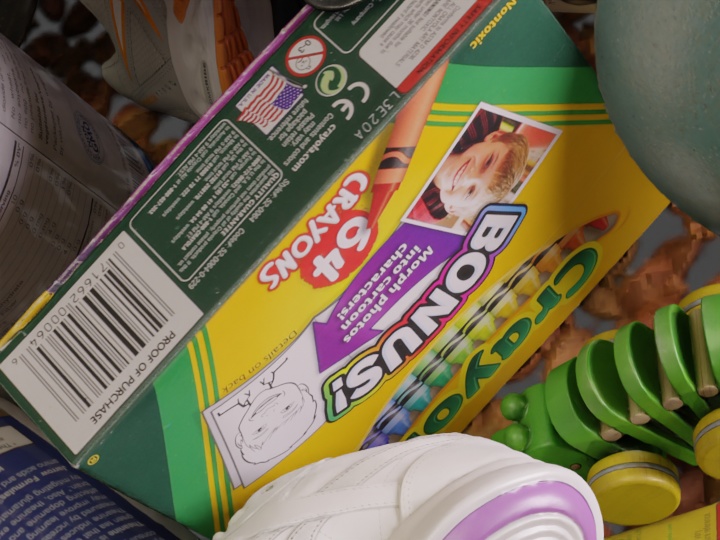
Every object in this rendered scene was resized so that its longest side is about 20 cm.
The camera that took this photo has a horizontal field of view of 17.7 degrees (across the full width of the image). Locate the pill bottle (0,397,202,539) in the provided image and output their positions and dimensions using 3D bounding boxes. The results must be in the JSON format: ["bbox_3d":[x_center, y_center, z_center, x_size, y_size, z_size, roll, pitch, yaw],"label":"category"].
[{"bbox_3d":[-0.092,0.134,0.794,0.200,0.111,0.111,32,86,29],"label":"pill bottle"}]

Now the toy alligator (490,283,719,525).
[{"bbox_3d":[0.075,0.049,0.756,0.200,0.054,0.059,-27,46,31],"label":"toy alligator"}]

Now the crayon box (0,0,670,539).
[{"bbox_3d":[0.000,0.000,0.768,0.200,0.173,0.058,-47,58,2],"label":"crayon box"}]

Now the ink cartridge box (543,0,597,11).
[{"bbox_3d":[0.101,-0.155,0.786,0.200,0.145,0.083,5,68,25],"label":"ink cartridge box"}]

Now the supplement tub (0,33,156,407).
[{"bbox_3d":[-0.160,-0.028,0.831,0.132,0.200,0.132,-8,69,21],"label":"supplement tub"}]

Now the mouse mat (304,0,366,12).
[{"bbox_3d":[0.021,-0.187,0.736,0.161,0.008,0.200,-29,59,7],"label":"mouse mat"}]

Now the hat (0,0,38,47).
[{"bbox_3d":[-0.195,-0.146,0.946,0.200,0.081,0.201,6,106,22],"label":"hat"}]

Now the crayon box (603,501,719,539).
[{"bbox_3d":[0.093,0.127,0.713,0.200,0.127,0.051,-19,109,16],"label":"crayon box"}]

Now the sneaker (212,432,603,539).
[{"bbox_3d":[-0.025,0.112,0.713,0.200,0.075,0.100,-25,24,-16],"label":"sneaker"}]

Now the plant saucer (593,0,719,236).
[{"bbox_3d":[0.172,-0.064,0.708,0.201,0.201,0.039,-16,38,17],"label":"plant saucer"}]

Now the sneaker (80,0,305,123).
[{"bbox_3d":[-0.083,-0.141,0.860,0.092,0.200,0.076,10,32,33],"label":"sneaker"}]
